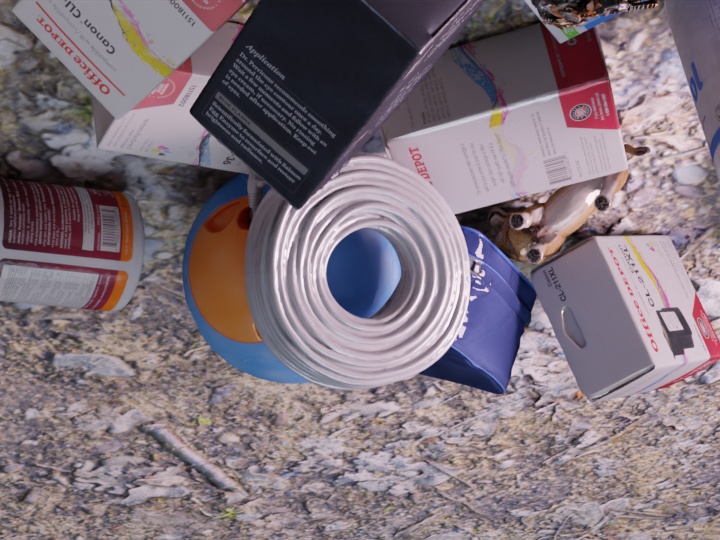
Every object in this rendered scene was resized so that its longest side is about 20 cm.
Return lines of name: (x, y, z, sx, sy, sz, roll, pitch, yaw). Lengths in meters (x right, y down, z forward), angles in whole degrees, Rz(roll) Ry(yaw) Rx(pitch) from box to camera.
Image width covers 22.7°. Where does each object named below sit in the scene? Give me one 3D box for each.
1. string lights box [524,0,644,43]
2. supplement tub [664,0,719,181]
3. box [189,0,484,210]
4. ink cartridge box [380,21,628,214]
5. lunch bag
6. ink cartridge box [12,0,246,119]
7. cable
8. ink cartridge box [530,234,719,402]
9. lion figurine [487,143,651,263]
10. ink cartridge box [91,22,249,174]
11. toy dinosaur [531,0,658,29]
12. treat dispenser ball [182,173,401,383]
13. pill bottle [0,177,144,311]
string lights box: (0.217, -0.267, 1.402, 0.199, 0.059, 0.103, -25, 145, 22)
supplement tub: (0.331, -0.170, 1.465, 0.131, 0.201, 0.132, -8, 149, -5)
box: (0.002, -0.184, 1.317, 0.117, 0.197, 0.200, 41, 137, 0)
ink cartridge box: (0.124, -0.132, 1.574, 0.199, 0.086, 0.148, -13, 149, 7)
lunch bag: (0.089, 0.028, 1.774, 0.135, 0.133, 0.200, 13, 165, 31)
ink cartridge box: (-0.170, -0.195, 1.317, 0.117, 0.068, 0.200, 46, 128, -8)
cable: (0.000, 0.000, 1.501, 0.199, 0.201, 0.069, 5, 175, -22)
ink cartridge box: (0.272, 0.045, 1.804, 0.083, 0.146, 0.200, -30, 167, 28)
lion figurine: (0.205, -0.068, 1.722, 0.200, 0.073, 0.122, -33, 178, 21)
ink cartridge box: (-0.110, -0.143, 1.493, 0.199, 0.068, 0.117, 7, 145, -28)
toy dinosaur: (0.217, -0.242, 1.329, 0.200, 0.102, 0.136, -39, 155, 11)
treat dispenser ball: (-0.061, 0.001, 1.622, 0.200, 0.202, 0.201, -8, 150, -5)
pill bottle: (-0.301, -0.026, 1.587, 0.199, 0.110, 0.110, 7, 146, -27)
